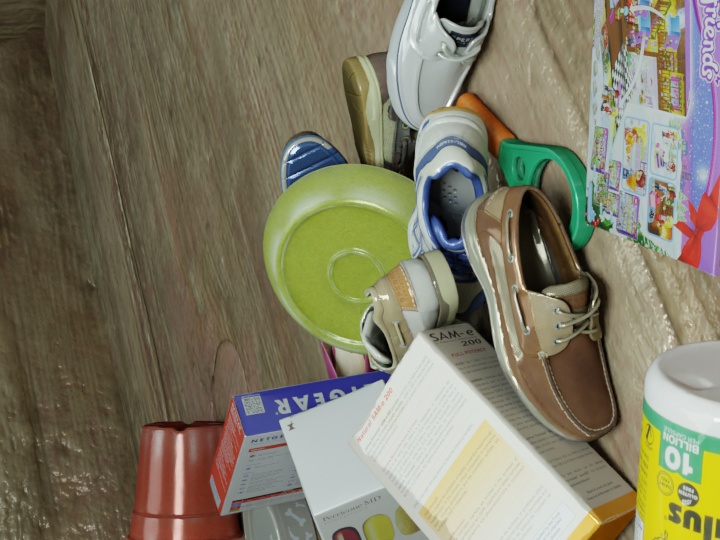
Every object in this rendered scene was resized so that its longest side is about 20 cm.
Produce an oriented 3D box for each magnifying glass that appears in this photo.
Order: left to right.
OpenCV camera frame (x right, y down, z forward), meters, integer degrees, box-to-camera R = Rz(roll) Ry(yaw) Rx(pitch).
[{"bbox_3d":[0.128,-0.086,0.903,0.200,0.022,0.080,-125,34,-46],"label":"magnifying glass"}]

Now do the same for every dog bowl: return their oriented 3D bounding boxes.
[{"bbox_3d":[-0.114,0.394,1.633,0.200,0.059,0.201,171,90,-68],"label":"dog bowl"}]

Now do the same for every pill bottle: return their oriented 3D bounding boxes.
[{"bbox_3d":[0.213,0.151,0.642,0.113,0.113,0.201,-144,50,-62],"label":"pill bottle"}]

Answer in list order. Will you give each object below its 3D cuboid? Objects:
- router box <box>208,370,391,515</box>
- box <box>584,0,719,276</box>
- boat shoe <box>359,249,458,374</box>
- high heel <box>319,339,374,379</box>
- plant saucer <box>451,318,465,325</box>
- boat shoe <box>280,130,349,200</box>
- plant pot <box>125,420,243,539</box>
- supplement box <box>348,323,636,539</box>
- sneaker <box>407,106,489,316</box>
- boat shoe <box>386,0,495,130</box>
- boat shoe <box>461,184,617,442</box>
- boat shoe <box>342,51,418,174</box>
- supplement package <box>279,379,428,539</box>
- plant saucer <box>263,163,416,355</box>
[{"bbox_3d":[-0.048,0.182,1.198,0.180,0.200,0.049,112,144,-50],"label":"router box"},{"bbox_3d":[0.195,-0.110,0.694,0.137,0.039,0.201,-144,50,-62],"label":"box"},{"bbox_3d":[0.033,0.050,0.948,0.200,0.068,0.075,91,159,-58],"label":"boat shoe"},{"bbox_3d":[-0.023,0.061,1.253,0.096,0.067,0.200,-120,23,-67],"label":"high heel"},{"bbox_3d":[0.105,0.138,0.996,0.200,0.050,0.201,172,90,-69],"label":"plant saucer"},{"bbox_3d":[-0.032,-0.065,1.105,0.072,0.072,0.200,-109,-3,-47],"label":"boat shoe"},{"bbox_3d":[-0.303,0.361,1.942,0.201,0.200,0.196,171,98,-69],"label":"plant pot"},{"bbox_3d":[0.098,0.153,0.866,0.200,0.073,0.126,47,121,27],"label":"supplement box"},{"bbox_3d":[0.071,-0.030,0.925,0.088,0.075,0.200,-82,-14,-52],"label":"sneaker"},{"bbox_3d":[0.071,-0.202,0.926,0.065,0.073,0.200,-128,37,-52],"label":"boat shoe"},{"bbox_3d":[0.138,0.030,0.825,0.072,0.076,0.200,-31,82,59],"label":"boat shoe"},{"bbox_3d":[0.029,-0.128,1.057,0.200,0.065,0.073,79,172,-62],"label":"boat shoe"},{"bbox_3d":[0.004,0.218,1.113,0.200,0.114,0.110,75,172,-53],"label":"supplement package"},{"bbox_3d":[0.000,0.000,1.041,0.031,0.199,0.200,-61,-21,-58],"label":"plant saucer"}]
